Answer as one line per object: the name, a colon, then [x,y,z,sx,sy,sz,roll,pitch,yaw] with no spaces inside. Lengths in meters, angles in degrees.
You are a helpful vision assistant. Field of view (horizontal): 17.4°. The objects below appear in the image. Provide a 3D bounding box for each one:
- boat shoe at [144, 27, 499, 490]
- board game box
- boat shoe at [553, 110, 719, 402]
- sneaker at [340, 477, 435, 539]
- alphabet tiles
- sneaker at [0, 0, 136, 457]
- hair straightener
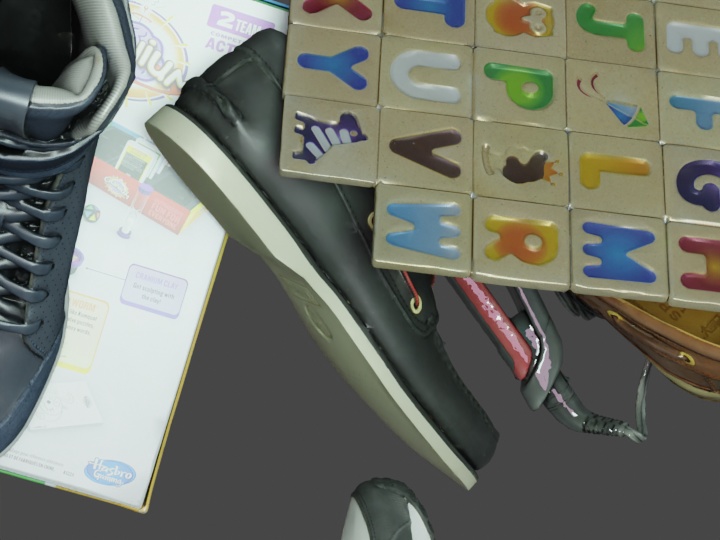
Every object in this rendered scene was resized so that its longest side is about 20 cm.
boat shoe: [0.001,0.001,0.870,0.063,0.074,0.201,-42,118,-12]
board game box: [-0.124,-0.026,0.886,0.153,0.040,0.200,18,90,-8]
boat shoe: [0.079,-0.033,0.847,0.200,0.068,0.072,42,92,9]
sneaker: [-0.017,0.176,0.894,0.080,0.074,0.200,10,91,-6]
alphabet tiles: [0.072,-0.061,0.823,0.200,0.006,0.167,7,53,-6]
sneaker: [-0.125,-0.025,0.793,0.077,0.146,0.203,10,93,-9]
hair straightener: [0.060,-0.021,0.908,0.077,0.041,0.200,-35,91,-5]
